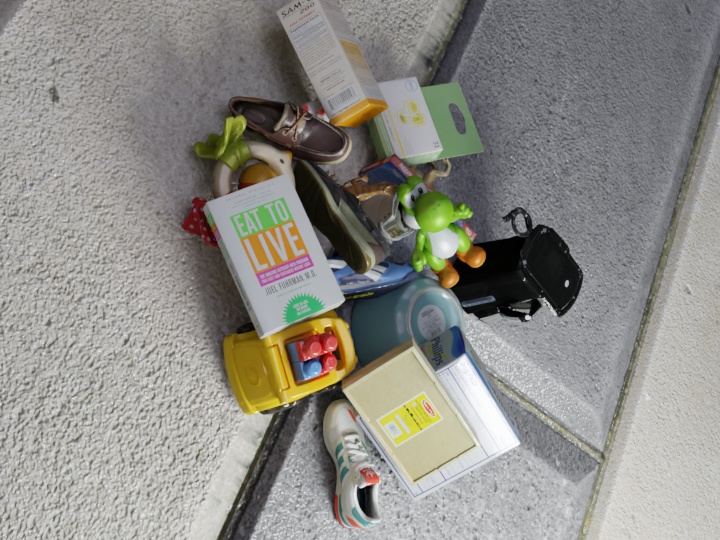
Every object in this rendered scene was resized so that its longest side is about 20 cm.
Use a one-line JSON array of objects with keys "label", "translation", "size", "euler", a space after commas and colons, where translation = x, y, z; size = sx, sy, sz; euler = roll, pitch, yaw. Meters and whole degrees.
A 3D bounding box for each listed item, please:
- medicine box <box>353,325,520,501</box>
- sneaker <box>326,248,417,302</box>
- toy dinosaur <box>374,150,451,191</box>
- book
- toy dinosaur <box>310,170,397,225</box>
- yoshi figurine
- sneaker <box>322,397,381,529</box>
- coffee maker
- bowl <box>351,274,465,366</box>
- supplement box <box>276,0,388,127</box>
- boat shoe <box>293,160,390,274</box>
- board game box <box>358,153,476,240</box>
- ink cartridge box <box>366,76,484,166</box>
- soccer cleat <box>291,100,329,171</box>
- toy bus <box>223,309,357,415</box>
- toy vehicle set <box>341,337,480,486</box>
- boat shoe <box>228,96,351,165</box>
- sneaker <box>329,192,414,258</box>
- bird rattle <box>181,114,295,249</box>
[{"label": "medicine box", "translation": [0.116, 0.221, 1.478], "size": [0.198, 0.103, 0.183], "euler": [-30, 110, 9]}, {"label": "sneaker", "translation": [0.000, 0.000, 1.464], "size": [0.197, 0.074, 0.083], "euler": [-5, 72, -31]}, {"label": "toy dinosaur", "translation": [0.109, -0.152, 1.649], "size": [0.199, 0.058, 0.102], "euler": [39, 72, -6]}, {"label": "book", "translation": [-0.123, -0.021, 1.343], "size": [0.132, 0.048, 0.202], "euler": [-21, 80, -28]}, {"label": "toy dinosaur", "translation": [-0.040, -0.107, 1.516], "size": [0.198, 0.107, 0.061], "euler": [-30, 122, 8]}, {"label": "yoshi figurine", "translation": [0.123, -0.058, 1.475], "size": [0.201, 0.111, 0.113], "euler": [53, 43, -39]}, {"label": "sneaker", "translation": [-0.003, 0.296, 1.465], "size": [0.069, 0.093, 0.203], "euler": [-3, 83, -33]}, {"label": "coffee maker", "translation": [0.249, -0.008, 1.622], "size": [0.134, 0.199, 0.195], "euler": [-27, 98, -36]}, {"label": "bowl", "translation": [0.095, 0.091, 1.561], "size": [0.198, 0.105, 0.204], "euler": [7, 78, -33]}, {"label": "supplement box", "translation": [-0.043, -0.333, 1.521], "size": [0.202, 0.073, 0.126], "euler": [64, 18, 1]}, {"label": "boat shoe", "translation": [-0.028, -0.085, 1.432], "size": [0.065, 0.072, 0.202], "euler": [-23, 68, -34]}, {"label": "board game box", "translation": [0.095, -0.111, 1.598], "size": [0.200, 0.102, 0.020], "euler": [43, 64, -20]}, {"label": "ink cartridge box", "translation": [0.109, -0.257, 1.626], "size": [0.197, 0.048, 0.147], "euler": [-13, 73, -18]}, {"label": "soccer cleat", "translation": [-0.092, -0.169, 1.512], "size": [0.068, 0.078, 0.203], "euler": [18, 83, 9]}, {"label": "toy bus", "translation": [-0.073, 0.120, 1.394], "size": [0.198, 0.191, 0.138], "euler": [-16, 88, -35]}, {"label": "toy vehicle set", "translation": [0.075, 0.211, 1.401], "size": [0.123, 0.027, 0.201], "euler": [-31, 110, 10]}, {"label": "boat shoe", "translation": [-0.110, -0.218, 1.445], "size": [0.198, 0.072, 0.073], "euler": [24, 84, 10]}, {"label": "sneaker", "translation": [0.023, -0.050, 1.533], "size": [0.073, 0.115, 0.202], "euler": [34, 66, -27]}, {"label": "bird rattle", "translation": [-0.172, -0.123, 1.410], "size": [0.161, 0.112, 0.203], "euler": [5, 76, -22]}]
